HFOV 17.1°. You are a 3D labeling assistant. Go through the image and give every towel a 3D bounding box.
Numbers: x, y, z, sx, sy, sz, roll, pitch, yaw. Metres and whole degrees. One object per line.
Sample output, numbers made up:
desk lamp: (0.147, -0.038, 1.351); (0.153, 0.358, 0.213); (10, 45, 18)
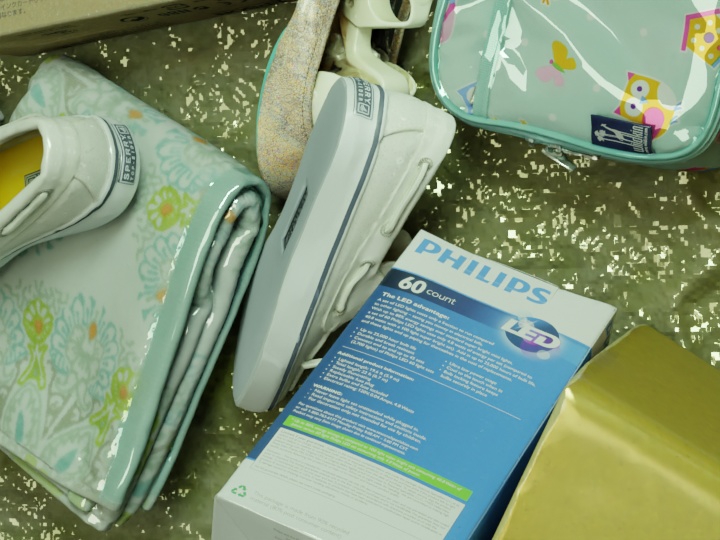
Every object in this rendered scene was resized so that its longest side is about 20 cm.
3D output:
towel: (-0.141, 0.010, 1.230); (0.171, 0.048, 0.200); (31, 104, 35)

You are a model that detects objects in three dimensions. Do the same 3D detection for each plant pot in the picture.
plant pot: (0.155, 0.163, 1.049); (0.200, 0.195, 0.195); (27, 102, 12)

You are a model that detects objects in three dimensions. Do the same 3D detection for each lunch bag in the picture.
lunch bag: (0.116, -0.146, 1.113); (0.160, 0.077, 0.201); (15, 98, 23)

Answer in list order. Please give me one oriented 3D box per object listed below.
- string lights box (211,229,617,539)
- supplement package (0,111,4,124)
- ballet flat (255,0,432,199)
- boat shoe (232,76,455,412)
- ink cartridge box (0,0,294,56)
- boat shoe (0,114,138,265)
string lights box: (0.026, 0.074, 1.046); (0.103, 0.200, 0.059); (22, 133, 16)
supplement package: (-0.327, -0.117, 1.270); (0.151, 0.152, 0.200); (-40, 73, 20)
ballet flat: (0.000, -0.116, 1.155); (0.067, 0.068, 0.200); (32, 118, 37)
boat shoe: (0.000, -0.004, 1.171); (0.086, 0.075, 0.202); (13, 125, -15)
ink cartridge box: (-0.119, -0.206, 1.219); (0.200, 0.075, 0.165); (-8, 87, 25)
boat shoe: (-0.209, -0.028, 1.196); (0.202, 0.086, 0.075); (-19, 72, 37)
